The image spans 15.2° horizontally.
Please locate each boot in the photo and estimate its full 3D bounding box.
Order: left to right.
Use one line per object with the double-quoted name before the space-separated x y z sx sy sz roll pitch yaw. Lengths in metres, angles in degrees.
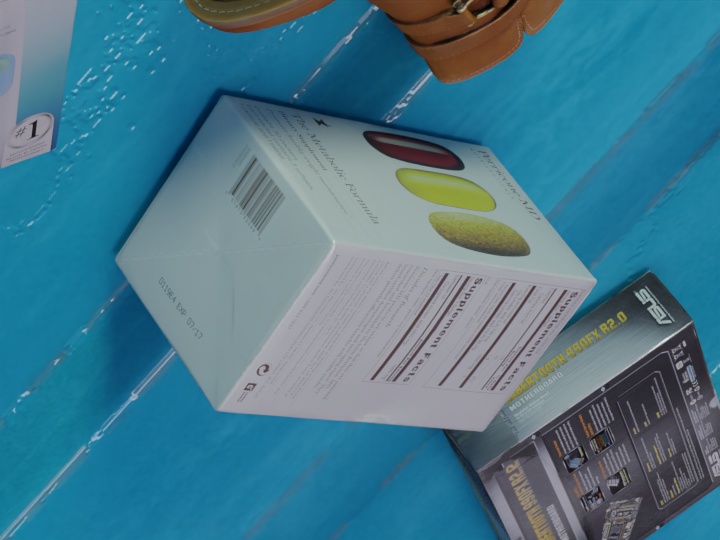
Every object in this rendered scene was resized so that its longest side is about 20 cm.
"boot" 0.020 -0.134 1.252 0.199 0.074 0.155 -30 149 -7

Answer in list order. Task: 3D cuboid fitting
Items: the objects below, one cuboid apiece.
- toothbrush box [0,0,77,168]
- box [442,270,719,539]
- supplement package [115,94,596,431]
"toothbrush box" -0.190 -0.108 1.043 0.146 0.086 0.200 -21 155 -23
"box" 0.145 0.108 1.658 0.158 0.048 0.200 -34 145 -4
"supplement package" 0.000 0.000 1.349 0.199 0.114 0.110 7 127 -47
